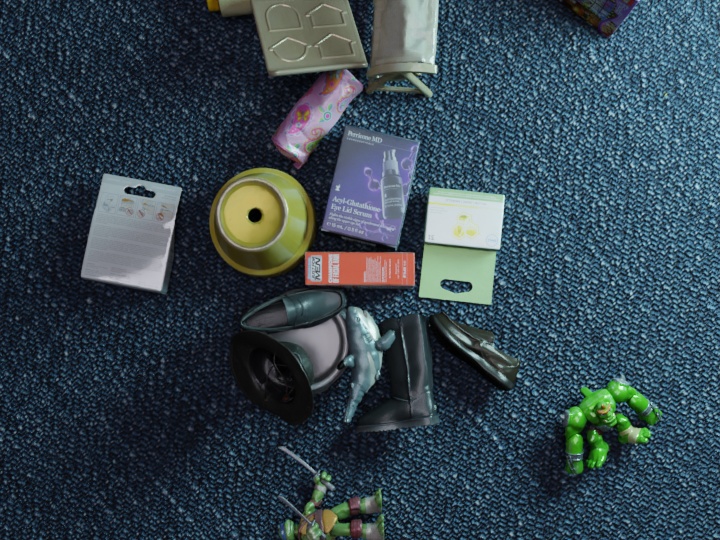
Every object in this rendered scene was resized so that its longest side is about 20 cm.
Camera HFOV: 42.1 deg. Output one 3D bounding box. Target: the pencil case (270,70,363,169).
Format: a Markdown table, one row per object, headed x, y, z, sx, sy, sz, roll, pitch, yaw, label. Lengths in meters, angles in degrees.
| x | y | z | sx | sy | sz | roll | pitch | yaw | label |
| --- | --- | --- | --- | --- | --- | --- | --- | --- | --- |
| -0.082 | -0.290 | 1.747 | 0.087 | 0.087 | 0.201 | 38 | 90 | 3 | pencil case |

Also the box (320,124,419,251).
| x | y | z | sx | sy | sz | roll | pitch | yaw | label |
| --- | --- | --- | --- | --- | --- | --- | --- | --- | --- |
| 0.020 | -0.150 | 1.725 | 0.146 | 0.104 | 0.203 | 12 | 88 | 3 | box |

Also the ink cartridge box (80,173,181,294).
| x | y | z | sx | sy | sz | roll | pitch | yaw | label |
| --- | --- | --- | --- | --- | --- | --- | --- | --- | --- |
| -0.428 | -0.068 | 1.769 | 0.158 | 0.047 | 0.203 | 10 | 82 | 3 | ink cartridge box |

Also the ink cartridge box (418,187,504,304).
| x | y | z | sx | sy | sz | roll | pitch | yaw | label |
| --- | --- | --- | --- | --- | --- | --- | --- | --- | --- |
| 0.187 | -0.046 | 1.744 | 0.143 | 0.048 | 0.203 | 6 | 85 | 1 | ink cartridge box |

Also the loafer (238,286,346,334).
| x | y | z | sx | sy | sz | roll | pitch | yaw | label |
| --- | --- | --- | --- | --- | --- | --- | --- | --- | --- |
| -0.121 | 0.075 | 1.677 | 0.198 | 0.070 | 0.069 | -15 | 87 | 1 | loafer |

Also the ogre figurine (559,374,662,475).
| x | y | z | sx | sy | sz | roll | pitch | yaw | label |
| --- | --- | --- | --- | --- | --- | --- | --- | --- | --- |
| 0.442 | 0.276 | 1.702 | 0.198 | 0.098 | 0.121 | -27 | 105 | 15 | ogre figurine |

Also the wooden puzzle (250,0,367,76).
| x | y | z | sx | sy | sz | roll | pitch | yaw | label |
| --- | --- | --- | --- | --- | --- | --- | --- | --- | --- |
| -0.096 | -0.425 | 1.708 | 0.182 | 0.047 | 0.202 | -8 | 59 | -15 | wooden puzzle |

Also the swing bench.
| x | y | z | sx | sy | sz | roll | pitch | yaw | label |
| --- | --- | --- | --- | --- | --- | --- | --- | --- | --- |
| 0.076 | -0.435 | 1.688 | 0.128 | 0.200 | 0.202 | 4 | 87 | 2 | swing bench |

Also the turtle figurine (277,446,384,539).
| x | y | z | sx | sy | sz | roll | pitch | yaw | label |
| --- | --- | --- | --- | --- | --- | --- | --- | --- | --- |
| -0.056 | 0.424 | 1.683 | 0.191 | 0.144 | 0.203 | -3 | 91 | -2 | turtle figurine |

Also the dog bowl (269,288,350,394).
| x | y | z | sx | sy | sz | roll | pitch | yaw | label |
| --- | --- | --- | --- | --- | --- | --- | --- | --- | --- |
| -0.107 | 0.134 | 1.739 | 0.197 | 0.059 | 0.203 | 0 | 87 | 2 | dog bowl |

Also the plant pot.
| x | y | z | sx | sy | sz | roll | pitch | yaw | label |
| --- | --- | --- | --- | --- | --- | --- | --- | --- | --- |
| -0.182 | -0.091 | 1.687 | 0.197 | 0.189 | 0.204 | 0 | 88 | 1 | plant pot |

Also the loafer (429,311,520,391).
| x | y | z | sx | sy | sz | roll | pitch | yaw | label |
| --- | --- | --- | --- | --- | --- | --- | --- | --- | --- |
| 0.213 | 0.138 | 1.729 | 0.199 | 0.073 | 0.072 | 40 | 77 | 0 | loafer |

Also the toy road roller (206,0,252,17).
| x | y | z | sx | sy | sz | roll | pitch | yaw | label |
| --- | --- | --- | --- | --- | --- | --- | --- | --- | --- |
| -0.236 | -0.594 | 1.761 | 0.121 | 0.147 | 0.202 | -6 | 124 | 1 | toy road roller |

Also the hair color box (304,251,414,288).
| x | y | z | sx | sy | sz | roll | pitch | yaw | label |
| --- | --- | --- | --- | --- | --- | --- | --- | --- | --- |
| 0.000 | 0.000 | 1.715 | 0.197 | 0.111 | 0.065 | -1 | 86 | 1 | hair color box |

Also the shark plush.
| x | y | z | sx | sy | sz | roll | pitch | yaw | label |
| --- | --- | --- | --- | --- | --- | --- | --- | --- | --- |
| -0.012 | 0.172 | 1.698 | 0.083 | 0.090 | 0.203 | 18 | 89 | -32 | shark plush |

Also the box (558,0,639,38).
| x | y | z | sx | sy | sz | roll | pitch | yaw | label |
| --- | --- | --- | --- | --- | --- | --- | --- | --- | --- |
| 0.427 | -0.502 | 1.680 | 0.136 | 0.200 | 0.039 | 37 | 87 | 3 | box |

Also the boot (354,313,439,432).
| x | y | z | sx | sy | sz | roll | pitch | yaw | label |
| --- | --- | --- | --- | --- | --- | --- | --- | --- | --- |
| 0.057 | 0.190 | 1.726 | 0.162 | 0.066 | 0.203 | -10 | 83 | 15 | boot |

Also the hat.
| x | y | z | sx | sy | sz | roll | pitch | yaw | label |
| --- | --- | --- | --- | --- | --- | --- | --- | --- | --- |
| -0.139 | 0.171 | 1.660 | 0.201 | 0.201 | 0.081 | 49 | 50 | 3 | hat |
